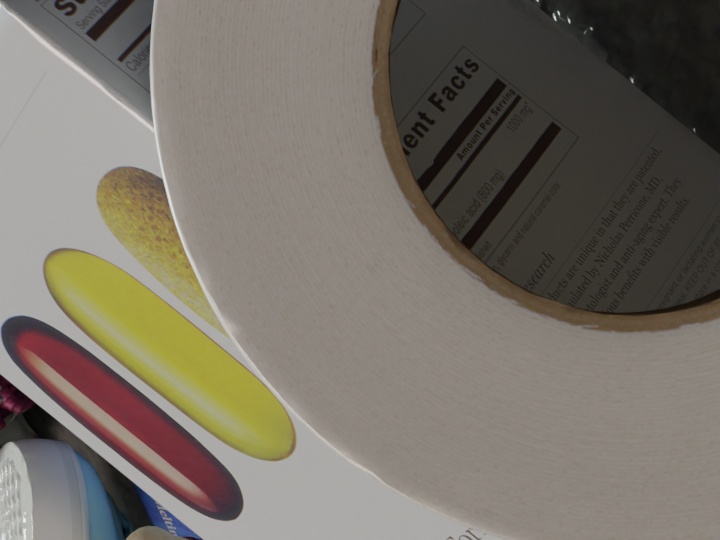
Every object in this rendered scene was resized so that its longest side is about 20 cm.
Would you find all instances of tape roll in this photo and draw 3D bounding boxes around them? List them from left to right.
[{"bbox_3d":[0.055,-0.042,0.625,0.203,0.203,0.037,44,180,1],"label":"tape roll"}]

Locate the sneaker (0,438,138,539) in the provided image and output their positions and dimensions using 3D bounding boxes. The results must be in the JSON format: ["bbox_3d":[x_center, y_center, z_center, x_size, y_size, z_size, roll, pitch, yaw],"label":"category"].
[{"bbox_3d":[-0.076,0.111,1.009,0.200,0.082,0.074,90,163,-58],"label":"sneaker"}]

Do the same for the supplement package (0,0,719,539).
[{"bbox_3d":[0.000,0.000,0.718,0.200,0.110,0.114,39,138,0],"label":"supplement package"}]

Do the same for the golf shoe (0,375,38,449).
[{"bbox_3d":[-0.147,0.032,0.999,0.091,0.075,0.200,41,144,11],"label":"golf shoe"}]

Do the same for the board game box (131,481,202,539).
[{"bbox_3d":[0.008,0.057,0.891,0.198,0.043,0.201,1,126,42],"label":"board game box"}]

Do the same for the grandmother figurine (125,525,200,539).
[{"bbox_3d":[-0.017,0.113,0.814,0.121,0.061,0.200,48,-179,5],"label":"grandmother figurine"}]
